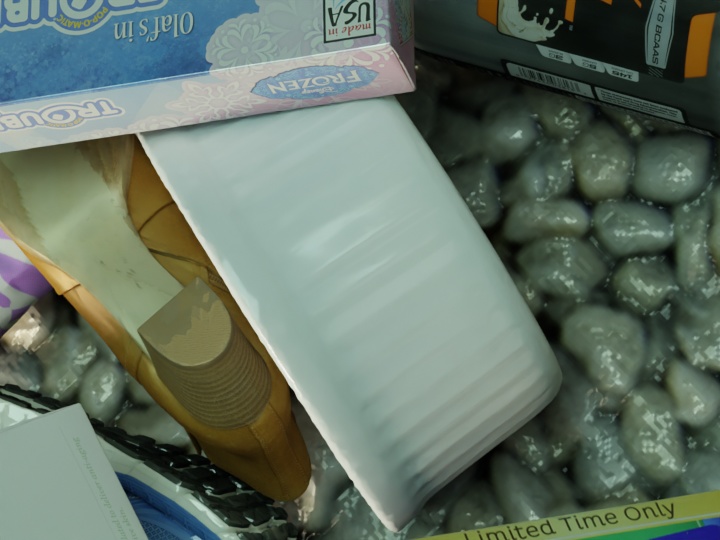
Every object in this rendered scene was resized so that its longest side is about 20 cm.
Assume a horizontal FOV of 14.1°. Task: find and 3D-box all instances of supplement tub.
[{"bbox_3d":[0.124,-0.128,1.243,0.199,0.123,0.123,16,81,21],"label":"supplement tub"}]

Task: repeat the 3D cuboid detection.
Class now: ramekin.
[{"bbox_3d":[0.000,0.000,1.214,0.098,0.201,0.201,-32,68,0],"label":"ramekin"}]

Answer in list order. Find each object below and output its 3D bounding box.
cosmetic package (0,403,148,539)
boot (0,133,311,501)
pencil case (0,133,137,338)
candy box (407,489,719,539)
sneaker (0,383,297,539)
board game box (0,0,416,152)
[{"bbox_3d":[-0.172,0.148,1.222,0.200,0.085,0.108,-35,78,46],"label":"cosmetic package"},{"bbox_3d":[-0.097,0.009,1.268,0.071,0.144,0.201,-35,61,-8],"label":"boot"},{"bbox_3d":[-0.146,-0.049,1.329,0.200,0.085,0.084,-46,36,-1],"label":"pencil case"},{"bbox_3d":[0.104,0.191,1.098,0.168,0.077,0.200,-8,54,-18],"label":"candy box"},{"bbox_3d":[-0.114,0.116,1.290,0.199,0.078,0.090,20,93,28],"label":"sneaker"},{"bbox_3d":[-0.078,-0.155,1.185,0.199,0.043,0.200,-8,65,15],"label":"board game box"}]
